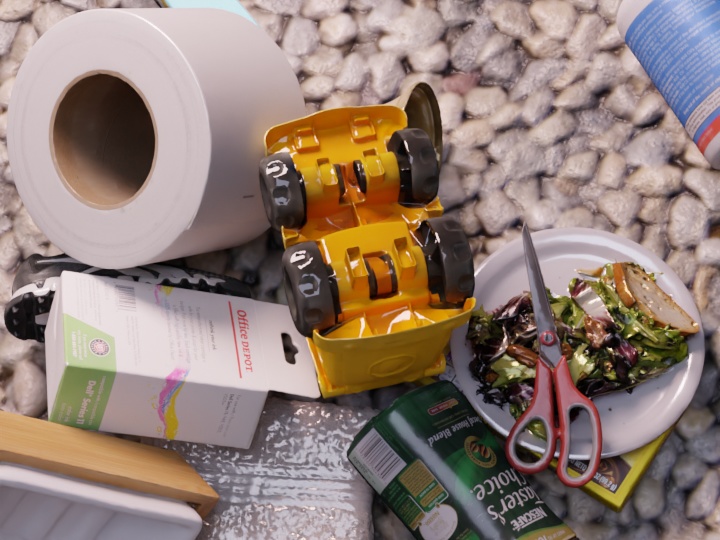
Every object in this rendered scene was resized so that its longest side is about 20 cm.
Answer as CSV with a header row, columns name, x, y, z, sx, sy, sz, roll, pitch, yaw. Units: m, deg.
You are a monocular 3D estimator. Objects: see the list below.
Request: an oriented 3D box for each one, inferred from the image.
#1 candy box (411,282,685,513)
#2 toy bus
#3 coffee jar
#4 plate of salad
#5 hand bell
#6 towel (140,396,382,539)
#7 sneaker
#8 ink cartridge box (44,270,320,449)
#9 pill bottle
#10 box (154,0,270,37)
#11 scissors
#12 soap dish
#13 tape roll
name,x,y,z,sx,sy,sz,roll,pitch,yaw
candy box,0.147,0.096,1.560,0.200,0.026,0.102,32,76,15
toy bus,0.000,0.000,1.523,0.136,0.192,0.200,-12,62,-10
coffee jar,0.087,0.184,1.497,0.200,0.104,0.085,51,122,15
plate of salad,0.170,0.051,1.534,0.200,0.048,0.200,0,65,0
hand bell,-0.043,-0.106,1.626,0.200,0.104,0.104,3,73,21
towel,-0.083,0.164,1.565,0.200,0.034,0.133,4,75,8
sneaker,-0.191,0.009,1.606,0.200,0.066,0.091,-2,40,-9
ink cartridge box,-0.140,0.073,1.531,0.200,0.067,0.117,9,36,-17
pill bottle,0.277,-0.190,1.583,0.112,0.112,0.200,-31,73,-2
box,-0.145,-0.234,1.668,0.049,0.082,0.200,-39,72,-4
scissors,0.151,0.064,1.498,0.073,0.014,0.200,4,82,4
soap dish,-0.233,0.187,1.482,0.157,0.200,0.081,-51,39,30
tape roll,-0.161,-0.108,1.558,0.203,0.139,0.203,4,99,31
